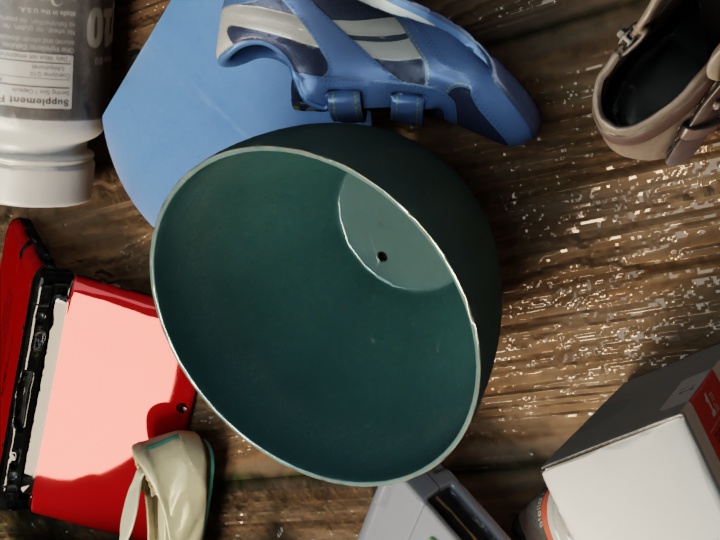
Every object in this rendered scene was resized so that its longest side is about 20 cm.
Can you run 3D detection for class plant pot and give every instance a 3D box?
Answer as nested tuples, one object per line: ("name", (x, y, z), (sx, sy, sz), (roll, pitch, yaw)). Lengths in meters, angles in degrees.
("plant pot", (0.000, 0.000, 0.598), (0.198, 0.135, 0.203), (14, 123, 23))

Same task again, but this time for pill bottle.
("pill bottle", (-0.229, -0.152, 0.725), (0.113, 0.113, 0.203), (14, 107, 26))

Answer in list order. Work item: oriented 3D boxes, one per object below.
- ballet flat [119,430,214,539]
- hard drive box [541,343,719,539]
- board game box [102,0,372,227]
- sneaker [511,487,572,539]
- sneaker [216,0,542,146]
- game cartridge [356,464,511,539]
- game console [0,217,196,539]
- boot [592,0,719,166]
("ballet flat", (-0.146, 0.216, 0.771), (0.069, 0.069, 0.203), (8, 102, 28))
("hard drive box", (0.186, 0.153, 0.522), (0.076, 0.155, 0.202), (-28, 86, 30))
("board game box", (-0.076, -0.101, 0.691), (0.158, 0.039, 0.200), (43, 118, 6))
("sneaker", (0.157, 0.212, 0.611), (0.202, 0.076, 0.082), (62, 143, 10))
("sneaker", (0.008, -0.113, 0.595), (0.198, 0.074, 0.083), (29, 88, 6))
("game cartridge", (0.070, 0.215, 0.631), (0.200, 0.040, 0.134), (46, 142, 29))
("game console", (-0.217, 0.083, 0.818), (0.172, 0.117, 0.202), (42, 121, 52))
("boot", (0.183, -0.132, 0.473), (0.070, 0.146, 0.201), (41, 116, 18))
